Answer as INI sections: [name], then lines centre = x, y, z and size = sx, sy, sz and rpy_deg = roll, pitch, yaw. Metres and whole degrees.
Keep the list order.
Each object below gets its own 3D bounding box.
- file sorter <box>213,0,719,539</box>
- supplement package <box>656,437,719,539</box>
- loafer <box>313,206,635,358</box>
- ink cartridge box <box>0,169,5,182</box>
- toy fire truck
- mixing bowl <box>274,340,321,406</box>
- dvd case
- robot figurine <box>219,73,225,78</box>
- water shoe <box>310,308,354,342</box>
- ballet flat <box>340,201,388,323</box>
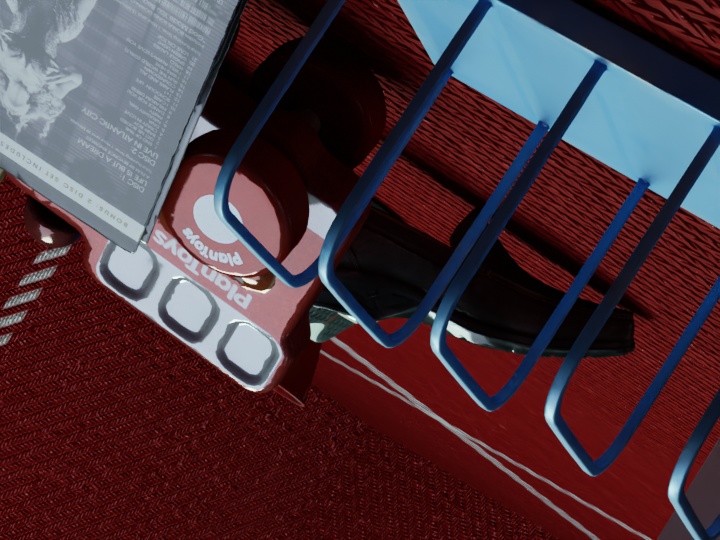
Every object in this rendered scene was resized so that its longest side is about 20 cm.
[file sorter]
centre = 0.067, -0.012, 0.784
size = 0.199, 0.123, 0.139
rpy_deg = 32, 173, 20
[supplement package]
centre = 0.225, 0.183, 1.124
size = 0.111, 0.201, 0.156
rpy_deg = 37, 173, -34
[loafer]
centre = 0.056, 0.001, 1.212
size = 0.199, 0.073, 0.073
rpy_deg = 13, 180, -6
[ink cartridge box]
centre = -0.560, -0.176, 3.094
size = 0.164, 0.075, 0.200
rpy_deg = 33, 175, -6
[toy fire truck]
centre = -0.094, -0.045, 1.055
size = 0.200, 0.112, 0.168
rpy_deg = 34, 132, 2
[mixing bowl]
centre = -0.109, 0.032, 2.166
size = 0.200, 0.109, 0.200
rpy_deg = 32, 174, 4
[dvd case]
centre = -0.125, -0.113, 0.933
size = 0.148, 0.016, 0.200
rpy_deg = 33, 134, 5
[robot figurine]
centre = -0.143, -0.084, 1.312
size = 0.124, 0.151, 0.200
rpy_deg = -10, 142, 46
[water shoe]
centre = -0.032, 0.003, 1.819
size = 0.079, 0.071, 0.200
rpy_deg = 60, -179, 12
[ballet flat]
centre = 0.000, 0.000, 1.521
size = 0.070, 0.065, 0.200
rpy_deg = 31, 174, 19
